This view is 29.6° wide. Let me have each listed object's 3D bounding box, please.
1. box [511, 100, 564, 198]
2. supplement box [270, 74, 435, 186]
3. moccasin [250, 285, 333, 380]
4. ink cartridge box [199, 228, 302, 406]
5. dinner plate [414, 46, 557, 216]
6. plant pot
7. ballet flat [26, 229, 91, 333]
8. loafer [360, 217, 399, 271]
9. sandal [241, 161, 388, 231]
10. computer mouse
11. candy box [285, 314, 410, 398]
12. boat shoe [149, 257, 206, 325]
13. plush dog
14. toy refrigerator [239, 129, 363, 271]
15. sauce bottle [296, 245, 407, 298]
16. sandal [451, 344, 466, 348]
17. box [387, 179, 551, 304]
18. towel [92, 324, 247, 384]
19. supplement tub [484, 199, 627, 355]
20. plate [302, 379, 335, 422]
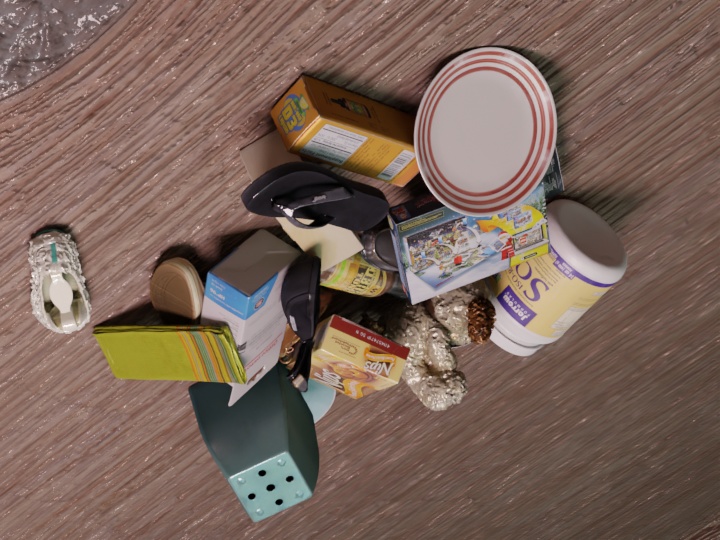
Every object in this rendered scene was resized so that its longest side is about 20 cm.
[{"bbox_3d":[0.172,-0.134,1.745,0.159,0.046,0.200,-26,149,1],"label":"box"},{"bbox_3d":[-0.007,-0.157,1.565,0.069,0.067,0.200,-41,145,27],"label":"supplement box"},{"bbox_3d":[-0.114,0.088,1.852,0.078,0.074,0.201,21,116,-40],"label":"moccasin"},{"bbox_3d":[-0.146,0.062,1.717,0.116,0.068,0.200,-42,155,-44],"label":"ink cartridge box"},{"bbox_3d":[0.146,-0.164,1.615,0.200,0.024,0.201,-6,104,-25],"label":"dinner plate"},{"bbox_3d":[-0.136,0.239,1.884,0.141,0.200,0.141,-25,122,1],"label":"plant pot"},{"bbox_3d":[-0.353,0.032,1.597,0.072,0.072,0.200,-18,148,-13],"label":"ballet flat"},{"bbox_3d":[0.081,-0.028,1.792,0.200,0.072,0.073,4,95,-47],"label":"loafer"},{"bbox_3d":[-0.041,-0.075,1.523,0.200,0.043,0.076,7,136,-41],"label":"sandal"},{"bbox_3d":[-0.079,0.070,1.680,0.046,0.141,0.200,8,160,1],"label":"computer mouse"},{"bbox_3d":[-0.020,0.120,1.848,0.115,0.055,0.200,25,164,-10],"label":"candy box"},{"bbox_3d":[-0.214,0.042,1.721,0.065,0.072,0.200,-52,156,-31],"label":"boat shoe"},{"bbox_3d":[0.107,0.068,1.905,0.172,0.200,0.160,-39,120,8],"label":"plush dog"},{"bbox_3d":[-0.070,-0.080,1.624,0.070,0.076,0.200,-29,149,5],"label":"toy refrigerator"},{"bbox_3d":[0.000,0.000,1.803,0.200,0.065,0.065,14,131,-47],"label":"sauce bottle"},{"bbox_3d":[0.152,0.095,2.070,0.200,0.043,0.076,-27,149,2],"label":"sandal"},{"bbox_3d":[0.140,-0.050,1.730,0.200,0.038,0.137,-20,130,-8],"label":"box"},{"bbox_3d":[-0.239,0.106,1.700,0.200,0.018,0.086,-1,124,27],"label":"towel"},{"bbox_3d":[0.264,0.013,1.932,0.145,0.146,0.200,6,136,-41],"label":"supplement tub"},{"bbox_3d":[-0.133,0.205,2.046,0.200,0.026,0.200,-19,147,-13],"label":"plate"}]
